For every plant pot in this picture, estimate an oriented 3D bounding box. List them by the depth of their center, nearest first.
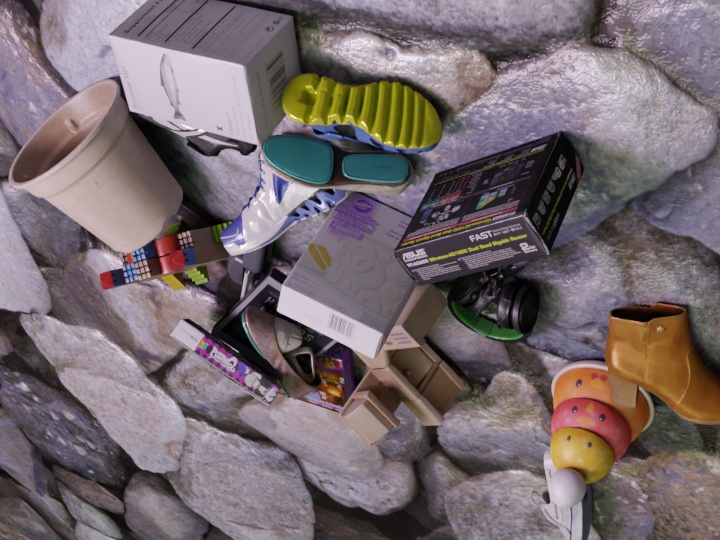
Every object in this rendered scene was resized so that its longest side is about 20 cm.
[{"bbox_3d":[-0.357,-0.131,1.534,0.199,0.202,0.184,-10,133,40],"label":"plant pot"}]

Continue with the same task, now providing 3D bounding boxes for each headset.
[{"bbox_3d":[0.173,0.046,1.433,0.122,0.095,0.201,24,152,9],"label":"headset"}]

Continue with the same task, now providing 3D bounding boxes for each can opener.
[{"bbox_3d":[-0.162,-0.028,1.611,0.066,0.053,0.201,28,141,6],"label":"can opener"}]

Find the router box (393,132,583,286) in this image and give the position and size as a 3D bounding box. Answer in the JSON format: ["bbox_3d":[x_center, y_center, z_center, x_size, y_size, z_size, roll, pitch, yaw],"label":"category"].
[{"bbox_3d":[0.151,-0.070,1.283,0.199,0.151,0.062,-15,123,43],"label":"router box"}]

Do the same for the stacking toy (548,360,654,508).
[{"bbox_3d":[0.303,0.235,1.458,0.145,0.201,0.147,17,139,16],"label":"stacking toy"}]

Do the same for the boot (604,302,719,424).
[{"bbox_3d":[0.409,0.113,1.372,0.198,0.071,0.146,4,122,14],"label":"boot"}]

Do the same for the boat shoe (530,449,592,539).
[{"bbox_3d":[0.306,0.352,1.679,0.085,0.075,0.204,7,132,27],"label":"boat shoe"}]

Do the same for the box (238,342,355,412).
[{"bbox_3d":[-0.105,0.153,1.771,0.198,0.039,0.138,15,137,20],"label":"box"}]

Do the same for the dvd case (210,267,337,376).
[{"bbox_3d":[-0.122,0.087,1.656,0.150,0.025,0.200,34,139,-14],"label":"dvd case"}]

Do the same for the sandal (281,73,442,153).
[{"bbox_3d":[0.006,-0.187,1.330,0.198,0.080,0.087,17,169,12],"label":"sandal"}]

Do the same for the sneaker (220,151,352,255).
[{"bbox_3d":[-0.113,-0.113,1.459,0.198,0.081,0.116,-28,104,22],"label":"sneaker"}]

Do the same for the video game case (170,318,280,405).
[{"bbox_3d":[-0.208,0.138,1.685,0.180,0.036,0.200,35,175,-3],"label":"video game case"}]

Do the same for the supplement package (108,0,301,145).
[{"bbox_3d":[-0.186,-0.252,1.337,0.198,0.118,0.118,16,139,23],"label":"supplement package"}]

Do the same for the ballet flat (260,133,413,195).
[{"bbox_3d":[-0.032,-0.124,1.380,0.197,0.068,0.062,11,162,-3],"label":"ballet flat"}]

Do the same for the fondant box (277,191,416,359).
[{"bbox_3d":[0.000,0.000,1.415,0.143,0.201,0.059,25,139,8],"label":"fondant box"}]

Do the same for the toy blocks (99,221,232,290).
[{"bbox_3d":[-0.297,-0.018,1.620,0.198,0.136,0.101,-15,90,33],"label":"toy blocks"}]

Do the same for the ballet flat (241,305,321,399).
[{"bbox_3d":[-0.110,0.116,1.625,0.066,0.069,0.201,-14,136,14],"label":"ballet flat"}]

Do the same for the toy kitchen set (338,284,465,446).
[{"bbox_3d":[0.071,0.154,1.527,0.200,0.164,0.180,46,153,-17],"label":"toy kitchen set"}]

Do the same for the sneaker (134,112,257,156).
[{"bbox_3d":[-0.221,-0.194,1.466,0.198,0.067,0.091,11,134,21],"label":"sneaker"}]
